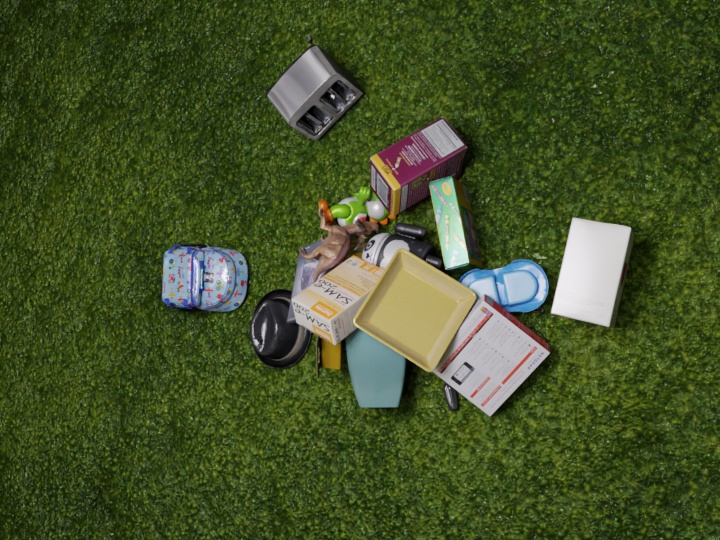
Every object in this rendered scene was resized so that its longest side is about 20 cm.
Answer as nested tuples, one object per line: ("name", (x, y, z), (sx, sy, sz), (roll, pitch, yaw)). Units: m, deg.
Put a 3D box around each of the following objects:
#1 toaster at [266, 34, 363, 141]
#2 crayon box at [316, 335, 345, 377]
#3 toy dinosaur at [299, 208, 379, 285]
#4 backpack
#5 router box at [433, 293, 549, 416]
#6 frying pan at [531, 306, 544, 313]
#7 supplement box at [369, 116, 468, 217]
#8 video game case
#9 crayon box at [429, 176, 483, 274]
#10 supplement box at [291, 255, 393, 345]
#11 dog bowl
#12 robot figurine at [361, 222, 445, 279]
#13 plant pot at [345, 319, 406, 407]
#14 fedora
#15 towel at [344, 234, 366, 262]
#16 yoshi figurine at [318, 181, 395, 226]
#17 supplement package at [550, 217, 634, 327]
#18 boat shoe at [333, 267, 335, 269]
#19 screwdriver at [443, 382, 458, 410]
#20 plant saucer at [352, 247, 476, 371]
("toaster", (-0.111, -0.435, 1.768), (0.181, 0.200, 0.119), (-43, 65, 14))
("crayon box", (-0.059, 0.134, 1.666), (0.051, 0.126, 0.201), (7, 44, 5))
("toy dinosaur", (-0.050, -0.055, 1.659), (0.135, 0.086, 0.201), (18, 71, 24))
("backpack", (-0.399, 0.022, 1.890), (0.199, 0.134, 0.184), (4, 87, 22))
("router box", (0.271, 0.183, 1.553), (0.179, 0.049, 0.200), (38, 110, -1))
("frying pan", (0.300, 0.079, 1.616), (0.190, 0.031, 0.115), (38, 102, 26))
("supplement box", (0.127, -0.232, 1.628), (0.199, 0.131, 0.103), (-31, 69, -13))
("video game case", (-0.117, 0.022, 1.757), (0.142, 0.019, 0.201), (-18, 55, 48))
("crayon box", (0.215, -0.098, 1.622), (0.058, 0.119, 0.202), (-14, 79, 23))
("supplement box", (-0.034, 0.060, 1.585), (0.126, 0.200, 0.074), (24, 137, 36))
("dog bowl", (0.307, 0.044, 1.574), (0.199, 0.050, 0.112), (-13, 84, 15))
("robot figurine", (0.099, -0.015, 1.663), (0.199, 0.125, 0.151), (16, 52, 25))
("plant pot", (0.041, 0.204, 1.648), (0.140, 0.141, 0.202), (-1, 92, 7))
("fedora", (-0.217, 0.144, 1.812), (0.199, 0.091, 0.202), (-3, 84, 24))
("towel", (0.000, 0.000, 1.734), (0.018, 0.086, 0.201), (-34, 70, 44))
("yoshi figurine", (-0.001, -0.169, 1.734), (0.198, 0.112, 0.113), (-9, 46, 2))
("supplement package", (0.479, 0.006, 1.486), (0.119, 0.121, 0.202), (13, 90, 25))
("boat shoe", (-0.080, 0.012, 1.787), (0.201, 0.062, 0.073), (-61, 36, 6))
("screwdriver", (0.192, 0.218, 1.647), (0.029, 0.028, 0.202), (-18, 79, 52))
("plant saucer", (0.115, 0.086, 1.548), (0.199, 0.048, 0.201), (31, 76, 8))
